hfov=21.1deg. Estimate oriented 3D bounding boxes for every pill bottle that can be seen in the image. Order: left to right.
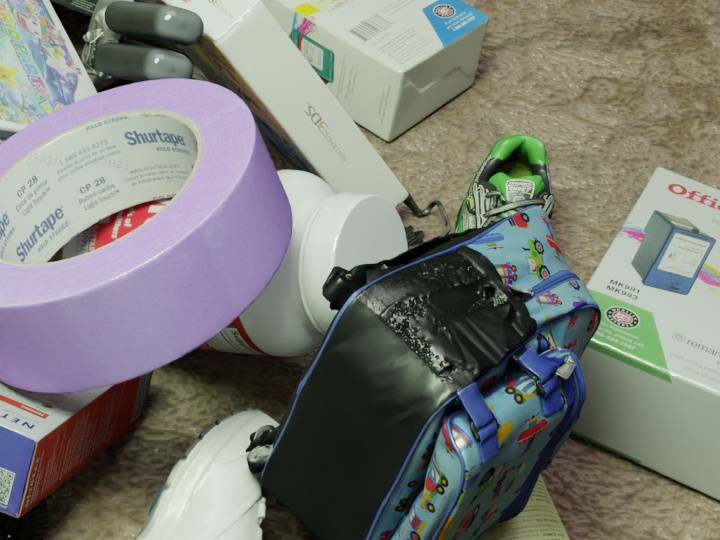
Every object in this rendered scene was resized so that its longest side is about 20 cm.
[{"bbox_3d":[-0.075,-0.006,1.185,0.198,0.113,0.112,3,33,33],"label":"pill bottle"}]

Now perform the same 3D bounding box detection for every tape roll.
[{"bbox_3d":[-0.141,-0.023,1.090,0.198,0.066,0.201,-15,36,11],"label":"tape roll"}]

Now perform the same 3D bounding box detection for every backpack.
[{"bbox_3d":[0.057,0.064,1.090,0.134,0.183,0.199,44,44,19],"label":"backpack"}]

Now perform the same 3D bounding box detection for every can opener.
[{"bbox_3d":[-0.133,-0.143,1.239,0.066,0.054,0.200,14,3,-26],"label":"can opener"}]

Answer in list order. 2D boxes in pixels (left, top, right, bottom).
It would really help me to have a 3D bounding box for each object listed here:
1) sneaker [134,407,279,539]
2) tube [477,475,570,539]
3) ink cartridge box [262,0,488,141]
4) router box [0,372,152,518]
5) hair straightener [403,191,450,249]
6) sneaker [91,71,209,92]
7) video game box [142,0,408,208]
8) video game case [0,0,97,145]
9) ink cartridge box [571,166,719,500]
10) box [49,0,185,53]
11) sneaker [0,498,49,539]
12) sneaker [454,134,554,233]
[{"bbox_3d":[-0.089,0.162,1.093,0.087,0.075,0.201,30,50,3],"label":"sneaker"},{"bbox_3d":[0.088,0.148,1.155,0.058,0.052,0.201,-33,48,14],"label":"tube"},{"bbox_3d":[-0.016,-0.194,1.494,0.199,0.068,0.116,33,45,23],"label":"ink cartridge box"},{"bbox_3d":[-0.243,0.058,1.125,0.198,0.049,0.179,21,17,11],"label":"router box"},{"bbox_3d":[0.000,0.000,1.311,0.077,0.041,0.200,32,41,22],"label":"hair straightener"},{"bbox_3d":[-0.176,-0.081,1.306,0.198,0.076,0.114,-17,26,-21],"label":"sneaker"},{"bbox_3d":[-0.071,-0.134,1.300,0.047,0.200,0.182,-42,42,-2],"label":"video game box"},{"bbox_3d":[-0.243,-0.134,1.186,0.199,0.018,0.144,11,42,-51],"label":"video game case"},{"bbox_3d":[0.221,0.037,1.275,0.144,0.088,0.200,23,41,15],"label":"ink cartridge box"},{"bbox_3d":[-0.216,-0.250,1.458,0.199,0.048,0.193,17,23,-50],"label":"box"},{"bbox_3d":[-0.274,0.151,1.059,0.199,0.071,0.093,-22,41,-35],"label":"sneaker"},{"bbox_3d":[0.091,-0.017,1.307,0.077,0.086,0.201,9,42,-2],"label":"sneaker"}]
